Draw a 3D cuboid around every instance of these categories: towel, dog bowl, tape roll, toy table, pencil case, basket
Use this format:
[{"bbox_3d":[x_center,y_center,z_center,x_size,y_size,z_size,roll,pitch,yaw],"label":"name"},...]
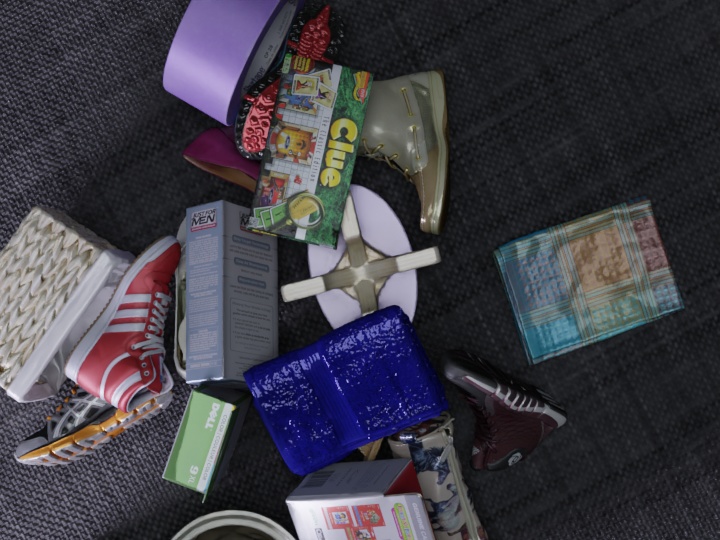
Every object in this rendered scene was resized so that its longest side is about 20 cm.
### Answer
[{"bbox_3d":[0.269,0.011,1.587,0.197,0.022,0.149,-19,90,1],"label":"towel"},{"bbox_3d":[-0.146,0.376,1.573,0.197,0.074,0.203,0,89,1],"label":"dog bowl"},{"bbox_3d":[-0.137,-0.270,1.508,0.084,0.200,0.202,29,91,2],"label":"tape roll"},{"bbox_3d":[-0.014,0.138,1.482,0.198,0.050,0.149,-25,114,7],"label":"towel"},{"bbox_3d":[0.000,0.000,1.547,0.182,0.117,0.202,-25,90,2],"label":"toy table"},{"bbox_3d":[0.097,0.264,1.548,0.077,0.089,0.202,-25,100,-30],"label":"pencil case"},{"bbox_3d":[-0.363,0.035,1.550,0.123,0.136,0.201,37,91,5],"label":"basket"}]

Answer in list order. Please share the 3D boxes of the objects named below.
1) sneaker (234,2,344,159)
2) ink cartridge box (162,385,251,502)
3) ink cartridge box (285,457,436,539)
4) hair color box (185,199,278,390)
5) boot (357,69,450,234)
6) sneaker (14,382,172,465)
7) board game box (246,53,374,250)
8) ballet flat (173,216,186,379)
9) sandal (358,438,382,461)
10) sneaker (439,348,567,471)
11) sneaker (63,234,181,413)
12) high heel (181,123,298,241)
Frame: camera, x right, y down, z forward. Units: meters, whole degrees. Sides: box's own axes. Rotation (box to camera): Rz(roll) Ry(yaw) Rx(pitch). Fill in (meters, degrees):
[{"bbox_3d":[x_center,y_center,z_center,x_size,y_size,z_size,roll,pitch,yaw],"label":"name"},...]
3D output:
[{"bbox_3d":[-0.079,-0.206,1.554,0.079,0.096,0.201,31,76,-1],"label":"sneaker"},{"bbox_3d":[-0.174,0.188,1.509,0.059,0.200,0.105,19,90,1],"label":"ink cartridge box"},{"bbox_3d":[0.034,0.320,1.504,0.174,0.084,0.202,-8,108,30],"label":"ink cartridge box"},{"bbox_3d":[-0.146,0.030,1.534,0.060,0.099,0.203,-9,76,35],"label":"hair color box"},{"bbox_3d":[0.028,-0.135,1.555,0.152,0.072,0.203,-2,71,2],"label":"boot"},{"bbox_3d":[-0.321,0.167,1.583,0.198,0.078,0.078,-29,76,-2],"label":"sneaker"},{"bbox_3d":[-0.055,-0.132,1.482,0.103,0.023,0.203,12,82,-2],"label":"board game box"},{"bbox_3d":[-0.191,0.030,1.577,0.068,0.069,0.203,3,90,1],"label":"ballet flat"},{"bbox_3d":[-0.003,0.185,1.567,0.069,0.078,0.215,12,96,-1],"label":"sandal"},{"bbox_3d":[0.143,0.173,1.531,0.199,0.076,0.116,28,102,-35],"label":"sneaker"},{"bbox_3d":[-0.239,0.066,1.529,0.112,0.071,0.201,33,88,18],"label":"sneaker"},{"bbox_3d":[-0.131,-0.091,1.545,0.095,0.068,0.201,-27,51,-5],"label":"high heel"}]
